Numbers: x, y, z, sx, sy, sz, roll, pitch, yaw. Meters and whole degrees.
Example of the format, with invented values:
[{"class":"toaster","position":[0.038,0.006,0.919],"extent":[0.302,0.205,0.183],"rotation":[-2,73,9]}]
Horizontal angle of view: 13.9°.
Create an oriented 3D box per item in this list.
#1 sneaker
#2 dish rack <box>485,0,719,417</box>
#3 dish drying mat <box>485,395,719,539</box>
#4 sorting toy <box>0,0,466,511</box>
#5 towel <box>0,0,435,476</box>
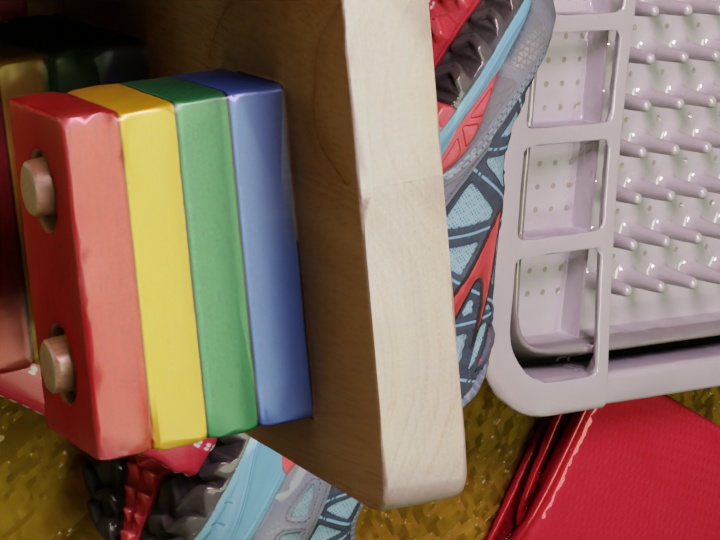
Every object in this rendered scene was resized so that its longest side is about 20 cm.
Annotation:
[{"class":"sneaker","position":[0.000,0.000,0.838],"extent":[0.096,0.079,0.200],"rotation":[30,91,-46]},{"class":"dish rack","position":[0.103,-0.049,0.926],"extent":[0.200,0.044,0.172],"rotation":[-6,105,-40]},{"class":"dish drying mat","position":[0.120,0.096,0.999],"extent":[0.200,0.018,0.077],"rotation":[30,83,-42]},{"class":"sorting toy","position":[-0.058,-0.062,0.633],"extent":[0.070,0.200,0.199],"rotation":[-11,104,-22]},{"class":"towel","position":[-0.060,-0.063,0.754],"extent":[0.145,0.022,0.200],"rotation":[25,92,-21]}]
